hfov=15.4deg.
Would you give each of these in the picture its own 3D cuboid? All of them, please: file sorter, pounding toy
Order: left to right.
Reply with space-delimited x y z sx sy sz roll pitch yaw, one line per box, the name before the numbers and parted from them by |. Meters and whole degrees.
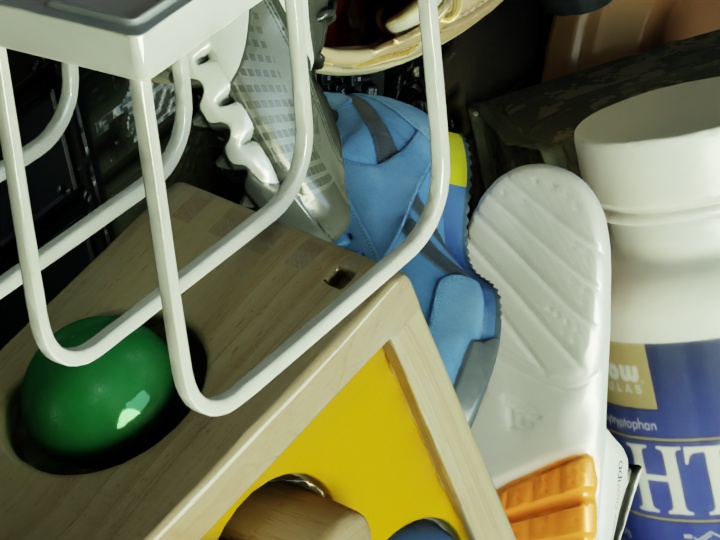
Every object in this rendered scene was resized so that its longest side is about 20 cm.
file sorter | -0.091 -0.060 0.748 0.139 0.199 0.125 -40 136 -43
pounding toy | -0.048 0.090 0.773 0.184 0.142 0.200 -46 136 -24

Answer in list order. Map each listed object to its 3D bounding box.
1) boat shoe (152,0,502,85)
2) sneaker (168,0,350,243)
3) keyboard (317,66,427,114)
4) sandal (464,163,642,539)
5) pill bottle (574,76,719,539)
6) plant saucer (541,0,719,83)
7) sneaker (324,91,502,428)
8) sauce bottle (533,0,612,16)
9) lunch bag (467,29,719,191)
boat shoe | 0.003 -0.105 0.961 0.200 0.069 0.074 -21 104 -43
sneaker | -0.029 -0.108 0.846 0.066 0.090 0.201 37 32 -85
keyboard | 0.000 -0.041 1.034 0.104 0.040 0.201 -18 116 -52
sandal | 0.070 0.063 0.980 0.059 0.079 0.208 -10 112 -56
pill bottle | 0.144 0.034 1.008 0.120 0.119 0.201 -30 112 -49
plant saucer | 0.153 -0.077 1.234 0.200 0.037 0.201 -10 102 -52
sneaker | 0.000 0.000 0.927 0.066 0.078 0.200 -59 -161 27
sauce bottle | 0.070 -0.194 1.066 0.065 0.065 0.200 -52 138 -34
lunch bag | 0.150 0.009 1.129 0.163 0.118 0.201 -17 110 -13
